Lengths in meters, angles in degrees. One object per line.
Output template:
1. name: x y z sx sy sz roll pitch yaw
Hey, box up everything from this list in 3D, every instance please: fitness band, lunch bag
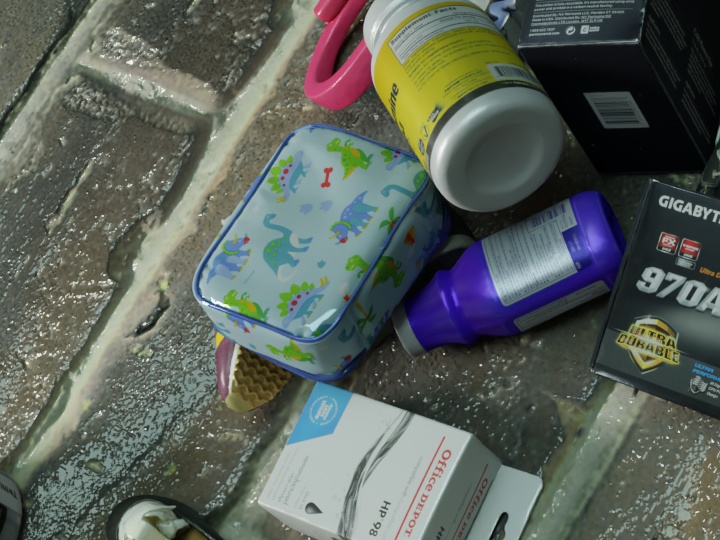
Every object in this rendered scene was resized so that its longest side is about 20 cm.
1. fitness band: 0.011 -0.236 1.774 0.200 0.037 0.144 -53 29 23
2. lunch bag: -0.034 -0.019 1.607 0.160 0.083 0.201 19 65 30

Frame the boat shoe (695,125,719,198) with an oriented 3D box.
1. boat shoe: 0.299 -0.082 1.557 0.072 0.068 0.201 20 79 35

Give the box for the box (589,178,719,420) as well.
1. box: 0.286 0.033 1.482 0.199 0.046 0.160 21 95 36

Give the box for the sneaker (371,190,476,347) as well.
1. sneaker: 0.000 0.000 1.683 0.199 0.075 0.107 -27 49 3

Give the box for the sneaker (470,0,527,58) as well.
1. sneaker: 0.088 -0.212 1.749 0.115 0.081 0.200 26 72 41

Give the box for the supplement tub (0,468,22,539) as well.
1. supplement tub: -0.396 0.192 1.710 0.122 0.200 0.123 -13 58 22

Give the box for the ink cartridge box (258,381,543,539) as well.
1. ink cartridge box: 0.032 0.174 1.563 0.199 0.067 0.116 16 72 35

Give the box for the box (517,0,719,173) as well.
1. box: 0.222 -0.205 1.584 0.103 0.200 0.183 1 63 28

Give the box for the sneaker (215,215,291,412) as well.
1. sneaker: -0.103 0.035 1.722 0.090 0.075 0.201 -10 54 36

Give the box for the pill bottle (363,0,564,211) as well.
1. pill bottle: 0.076 -0.148 1.586 0.112 0.112 0.200 -36 46 7

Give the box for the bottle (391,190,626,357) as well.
1. bottle: 0.121 0.010 1.606 0.199 0.065 0.084 -26 53 14

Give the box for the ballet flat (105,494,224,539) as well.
1. ballet flat: -0.151 0.230 1.634 0.199 0.068 0.068 22 76 36
